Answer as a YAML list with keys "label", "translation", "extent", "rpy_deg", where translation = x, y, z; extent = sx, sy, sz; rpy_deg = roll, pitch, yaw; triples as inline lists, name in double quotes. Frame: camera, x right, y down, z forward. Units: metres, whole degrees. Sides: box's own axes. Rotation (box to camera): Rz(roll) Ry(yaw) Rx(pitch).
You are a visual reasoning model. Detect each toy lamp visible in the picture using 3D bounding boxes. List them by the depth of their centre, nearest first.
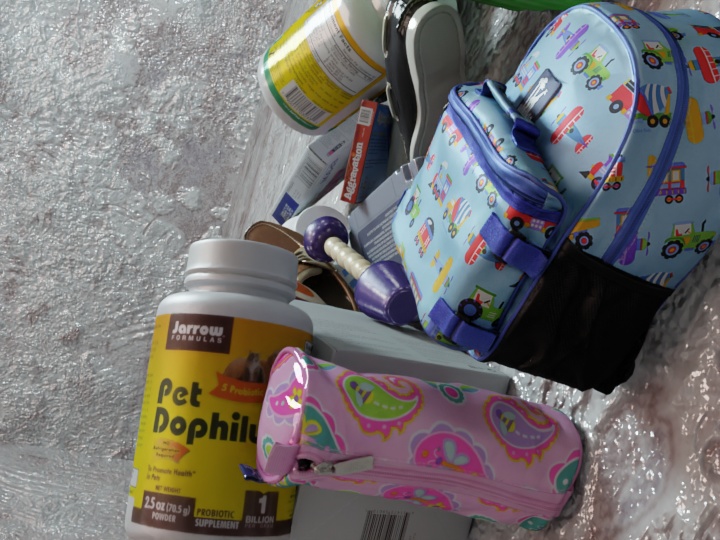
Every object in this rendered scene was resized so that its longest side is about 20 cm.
- label: "toy lamp"
  translation: [0.000, 0.000, 0.750]
  extent: [0.200, 0.058, 0.058]
  rpy_deg: [41, 117, 62]

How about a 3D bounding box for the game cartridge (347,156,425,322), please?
- label: "game cartridge"
  translation: [0.042, -0.017, 0.756]
  extent: [0.200, 0.041, 0.133]
  rpy_deg: [148, 112, -69]

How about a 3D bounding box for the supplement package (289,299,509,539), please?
- label: "supplement package"
  translation: [-0.008, 0.121, 0.650]
  extent: [0.200, 0.152, 0.151]
  rpy_deg: [23, 100, 65]

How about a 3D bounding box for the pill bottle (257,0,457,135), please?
- label: "pill bottle"
  translation: [-0.004, -0.229, 0.782]
  extent: [0.200, 0.113, 0.113]
  rpy_deg: [-28, 47, 42]

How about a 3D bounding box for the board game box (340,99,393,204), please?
- label: "board game box"
  translation: [0.022, -0.131, 0.863]
  extent: [0.200, 0.019, 0.103]
  rpy_deg: [-30, -45, -74]

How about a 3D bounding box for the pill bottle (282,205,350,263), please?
- label: "pill bottle"
  translation: [-0.081, -0.011, 1.119]
  extent: [0.200, 0.112, 0.113]
  rpy_deg: [131, 148, -58]

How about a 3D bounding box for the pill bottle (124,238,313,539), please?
- label: "pill bottle"
  translation: [-0.091, 0.084, 0.531]
  extent: [0.109, 0.109, 0.200]
  rpy_deg: [151, 126, -69]

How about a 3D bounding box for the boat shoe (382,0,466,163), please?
- label: "boat shoe"
  translation: [0.058, -0.159, 0.719]
  extent: [0.060, 0.074, 0.200]
  rpy_deg: [45, 160, 41]

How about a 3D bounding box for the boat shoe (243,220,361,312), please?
- label: "boat shoe"
  translation: [-0.058, 0.008, 0.863]
  extent: [0.076, 0.200, 0.072]
  rpy_deg: [-46, -21, -9]

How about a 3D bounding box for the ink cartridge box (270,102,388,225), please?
- label: "ink cartridge box"
  translation: [-0.027, -0.165, 1.097]
  extent: [0.200, 0.043, 0.196]
  rpy_deg: [-43, -2, -30]

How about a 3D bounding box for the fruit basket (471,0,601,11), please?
- label: "fruit basket"
  translation: [0.083, -0.276, 0.599]
  extent: [0.156, 0.215, 0.216]
  rpy_deg: [-65, 18, 11]

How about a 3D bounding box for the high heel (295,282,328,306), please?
- label: "high heel"
  translation: [-0.051, 0.075, 0.772]
  extent: [0.096, 0.200, 0.067]
  rpy_deg: [-60, 11, 7]

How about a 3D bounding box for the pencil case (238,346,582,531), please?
- label: "pencil case"
  translation: [0.034, 0.107, 0.477]
  extent: [0.087, 0.200, 0.088]
  rpy_deg: [-165, 90, -70]

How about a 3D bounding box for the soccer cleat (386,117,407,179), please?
- label: "soccer cleat"
  translation: [0.059, -0.136, 0.835]
  extent: [0.078, 0.069, 0.200]
  rpy_deg: [151, 128, -73]

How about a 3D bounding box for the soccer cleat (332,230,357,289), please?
- label: "soccer cleat"
  translation: [-0.020, 0.041, 0.918]
  extent: [0.070, 0.086, 0.200]
  rpy_deg: [127, 151, -55]

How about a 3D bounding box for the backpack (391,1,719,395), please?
- label: "backpack"
  translation: [0.120, -0.058, 0.444]
  extent: [0.183, 0.134, 0.200]
  rpy_deg: [-99, 30, -51]

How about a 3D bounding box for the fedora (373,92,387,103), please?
- label: "fedora"
  translation: [0.037, -0.292, 0.889]
  extent: [0.201, 0.092, 0.201]
  rpy_deg: [-60, 3, 6]
